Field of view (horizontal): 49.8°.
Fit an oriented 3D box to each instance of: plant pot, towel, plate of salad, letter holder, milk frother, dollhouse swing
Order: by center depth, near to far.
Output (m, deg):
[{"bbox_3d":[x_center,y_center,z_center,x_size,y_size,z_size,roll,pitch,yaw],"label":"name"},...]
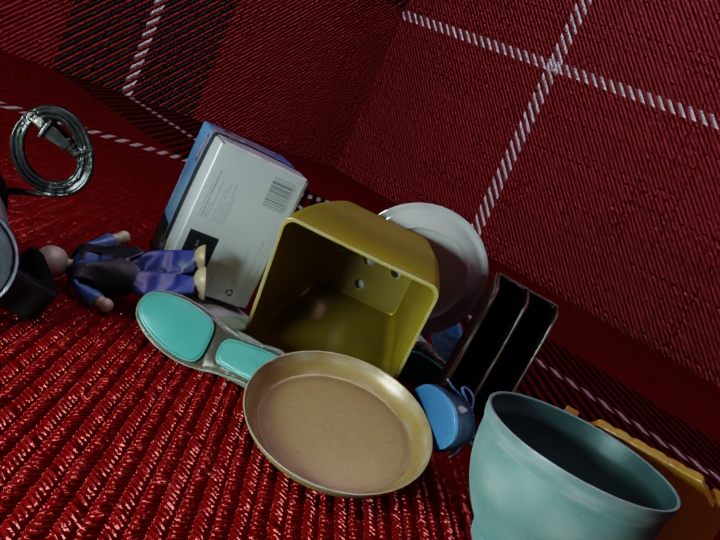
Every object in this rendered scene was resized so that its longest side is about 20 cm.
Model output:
[{"bbox_3d":[0.188,0.229,0.761,0.199,0.135,0.200,24,10,-5],"label":"plant pot"},{"bbox_3d":[-0.368,-0.072,0.785,0.179,0.201,0.188,22,11,-34],"label":"milk frother"},{"bbox_3d":[-0.024,0.156,0.787,0.198,0.028,0.201,14,30,-8],"label":"plant pot"},{"bbox_3d":[0.333,0.246,0.956,0.199,0.183,0.176,28,32,20],"label":"dollhouse swing"},{"bbox_3d":[-0.009,0.021,0.999,0.198,0.201,0.177,25,30,3],"label":"plant pot"},{"bbox_3d":[-0.226,0.032,1.045,0.148,0.031,0.200,12,18,-47],"label":"towel"},{"bbox_3d":[0.178,0.122,1.055,0.100,0.201,0.142,29,14,7],"label":"letter holder"},{"bbox_3d":[0.082,-0.003,1.104,0.198,0.201,0.048,24,23,-5],"label":"plate of salad"}]

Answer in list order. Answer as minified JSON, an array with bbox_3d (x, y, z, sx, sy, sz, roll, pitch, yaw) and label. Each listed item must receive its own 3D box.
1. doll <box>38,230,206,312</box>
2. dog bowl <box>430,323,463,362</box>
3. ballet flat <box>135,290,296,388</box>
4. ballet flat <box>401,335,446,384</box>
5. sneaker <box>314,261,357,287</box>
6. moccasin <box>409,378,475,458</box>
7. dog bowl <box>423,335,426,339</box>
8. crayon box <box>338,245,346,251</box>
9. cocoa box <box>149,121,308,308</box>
[{"bbox_3d":[-0.287,-0.004,0.934,0.198,0.049,0.137,2,42,-13],"label":"doll"},{"bbox_3d":[0.129,0.064,1.213,0.049,0.202,0.111,-11,5,7],"label":"dog bowl"},{"bbox_3d":[-0.163,0.089,0.877,0.199,0.068,0.064,27,-16,5],"label":"ballet flat"},{"bbox_3d":[0.050,0.112,1.149,0.198,0.068,0.076,18,48,-25],"label":"ballet flat"},{"bbox_3d":[0.000,0.000,1.178,0.199,0.119,0.074,27,-35,-20],"label":"sneaker"},{"bbox_3d":[0.092,0.160,0.869,0.067,0.081,0.200,7,-5,-13],"label":"moccasin"},{"bbox_3d":[0.018,0.083,1.251,0.198,0.050,0.112,23,11,-8],"label":"dog bowl"},{"bbox_3d":[-0.039,-0.001,1.311,0.125,0.052,0.199,17,-16,-39],"label":"crayon box"},{"bbox_3d":[-0.185,-0.077,1.058,0.132,0.201,0.131,21,12,-28],"label":"cocoa box"}]
